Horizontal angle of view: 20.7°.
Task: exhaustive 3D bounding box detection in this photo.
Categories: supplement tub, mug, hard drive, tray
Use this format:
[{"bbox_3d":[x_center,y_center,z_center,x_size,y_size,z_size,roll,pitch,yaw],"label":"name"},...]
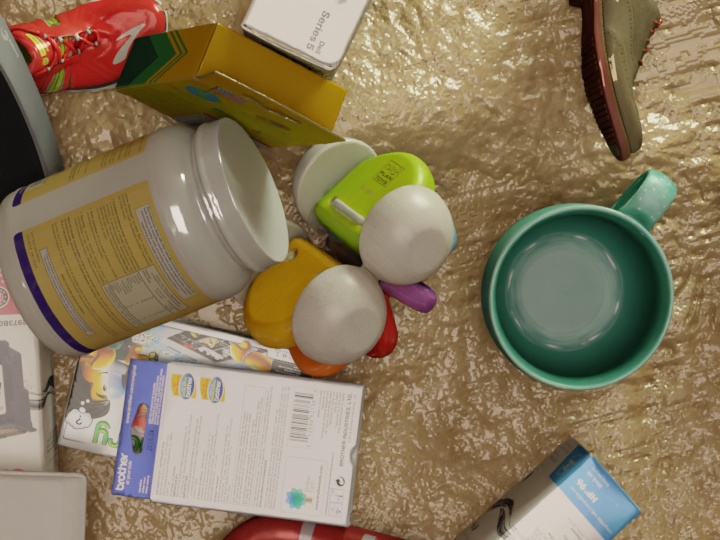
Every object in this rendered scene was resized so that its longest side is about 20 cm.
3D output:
[{"bbox_3d":[-0.173,-0.029,1.566,0.199,0.145,0.146,-21,93,15],"label":"supplement tub"},{"bbox_3d":[0.191,0.014,1.646,0.184,0.114,0.153,-20,93,-2],"label":"mug"},{"bbox_3d":[-0.320,-0.104,1.606,0.134,0.042,0.200,-15,129,-1],"label":"hard drive"},{"bbox_3d":[-0.283,0.230,1.635,0.107,0.022,0.200,3,130,-7],"label":"tray"}]

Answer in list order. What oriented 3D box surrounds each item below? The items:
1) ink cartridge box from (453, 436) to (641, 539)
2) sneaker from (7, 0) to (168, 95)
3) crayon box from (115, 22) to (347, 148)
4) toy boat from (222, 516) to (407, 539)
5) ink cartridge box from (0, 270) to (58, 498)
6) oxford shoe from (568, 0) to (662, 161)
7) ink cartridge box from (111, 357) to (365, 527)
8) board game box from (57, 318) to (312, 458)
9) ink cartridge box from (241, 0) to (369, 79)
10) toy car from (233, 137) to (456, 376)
[{"bbox_3d":[0.131,0.235,1.652,0.200,0.116,0.068,-42,93,0],"label":"ink cartridge box"},{"bbox_3d":[-0.255,-0.179,1.635,0.199,0.085,0.077,-18,94,-1],"label":"sneaker"},{"bbox_3d":[-0.098,-0.145,1.568,0.127,0.200,0.051,26,80,-28],"label":"crayon box"},{"bbox_3d":[-0.036,0.277,1.632,0.199,0.131,0.131,12,91,11],"label":"toy boat"},{"bbox_3d":[-0.333,0.090,1.644,0.144,0.084,0.201,-3,94,-2],"label":"ink cartridge box"},{"bbox_3d":[0.224,-0.195,1.662,0.074,0.070,0.201,-10,94,-7],"label":"oxford shoe"},{"bbox_3d":[-0.101,0.142,1.639,0.199,0.042,0.120,7,86,-5],"label":"ink cartridge box"},{"bbox_3d":[-0.147,0.108,1.677,0.199,0.035,0.127,13,92,-3],"label":"board game box"},{"bbox_3d":[-0.029,-0.236,1.584,0.084,0.200,0.146,25,91,-3],"label":"ink cartridge box"},{"bbox_3d":[0.000,0.000,1.630,0.200,0.175,0.150,-50,129,-3],"label":"toy car"}]
